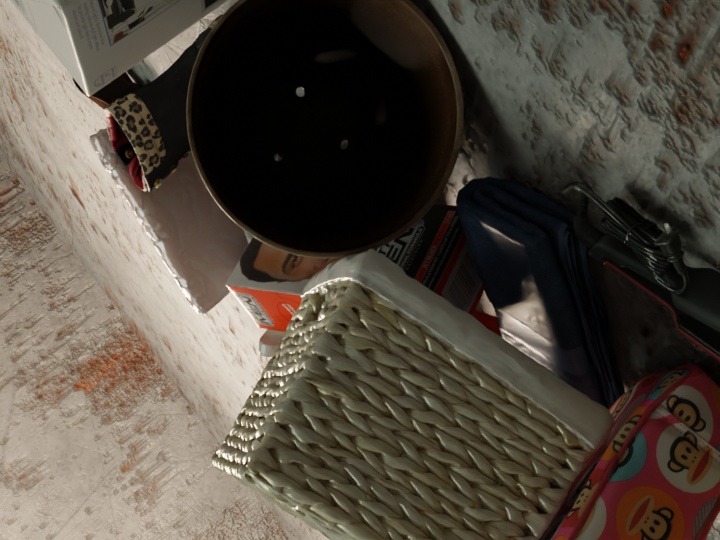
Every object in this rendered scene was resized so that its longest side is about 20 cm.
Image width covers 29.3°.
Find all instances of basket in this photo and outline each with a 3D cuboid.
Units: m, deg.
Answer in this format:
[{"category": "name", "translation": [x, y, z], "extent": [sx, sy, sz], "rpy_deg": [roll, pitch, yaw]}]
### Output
[{"category": "basket", "translation": [0.026, 0.111, 0.915], "extent": [0.199, 0.162, 0.198], "rpy_deg": [32, 169, -8]}]

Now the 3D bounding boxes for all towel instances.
[{"category": "towel", "translation": [-0.161, -0.084, 1.380], "extent": [0.032, 0.191, 0.201], "rpy_deg": [-24, 103, 38]}, {"category": "towel", "translation": [0.134, 0.027, 0.987], "extent": [0.111, 0.048, 0.201], "rpy_deg": [35, 156, 48]}]

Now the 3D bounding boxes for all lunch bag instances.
[{"category": "lunch bag", "translation": [0.161, 0.162, 0.900], "extent": [0.082, 0.201, 0.176], "rpy_deg": [38, 163, 0]}]

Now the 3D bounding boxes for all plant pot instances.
[{"category": "plant pot", "translation": [-0.032, -0.106, 1.005], "extent": [0.188, 0.186, 0.200], "rpy_deg": [55, 177, -5]}]

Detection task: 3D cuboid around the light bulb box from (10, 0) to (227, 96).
[{"category": "light bulb box", "translation": [-0.182, -0.277, 1.002], "extent": [0.199, 0.199, 0.125], "rpy_deg": [49, 165, 15]}]

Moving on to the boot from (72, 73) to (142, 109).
[{"category": "boot", "translation": [-0.279, -0.167, 1.762], "extent": [0.186, 0.064, 0.201], "rpy_deg": [42, 164, 44]}]

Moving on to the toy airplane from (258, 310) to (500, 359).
[{"category": "toy airplane", "translation": [0.014, 0.079, 1.160], "extent": [0.199, 0.198, 0.143], "rpy_deg": [25, 135, 60]}]

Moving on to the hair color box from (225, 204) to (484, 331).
[{"category": "hair color box", "translation": [0.000, 0.000, 1.085], "extent": [0.198, 0.102, 0.061], "rpy_deg": [5, 146, 38]}]

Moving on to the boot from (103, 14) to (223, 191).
[{"category": "boot", "translation": [-0.155, -0.128, 1.308], "extent": [0.073, 0.150, 0.201], "rpy_deg": [41, 158, 30]}]

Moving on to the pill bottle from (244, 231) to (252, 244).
[{"category": "pill bottle", "translation": [-0.048, 0.018, 1.368], "extent": [0.111, 0.110, 0.201], "rpy_deg": [39, 158, 42]}]

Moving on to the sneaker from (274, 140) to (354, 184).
[{"category": "sneaker", "translation": [-0.021, -0.066, 1.197], "extent": [0.199, 0.075, 0.116], "rpy_deg": [34, 156, 49]}]

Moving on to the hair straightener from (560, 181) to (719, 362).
[{"category": "hair straightener", "translation": [0.185, -0.008, 0.807], "extent": [0.200, 0.041, 0.077], "rpy_deg": [46, 162, 41]}]
